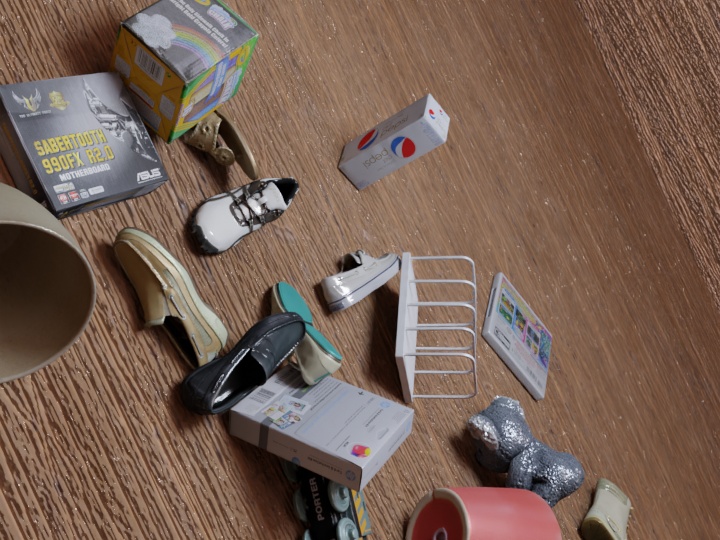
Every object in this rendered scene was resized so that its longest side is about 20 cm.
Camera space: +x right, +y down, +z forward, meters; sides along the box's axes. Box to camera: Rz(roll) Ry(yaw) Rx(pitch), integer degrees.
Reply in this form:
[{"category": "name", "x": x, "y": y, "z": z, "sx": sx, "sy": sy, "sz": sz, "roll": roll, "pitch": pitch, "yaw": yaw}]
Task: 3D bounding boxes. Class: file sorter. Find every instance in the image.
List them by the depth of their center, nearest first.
[{"category": "file sorter", "x": 0.129, "y": 0.092, "z": 1.514, "sx": 0.140, "sy": 0.121, "sz": 0.203, "roll": 77, "pitch": 15, "yaw": -51}]

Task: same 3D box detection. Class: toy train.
[{"category": "toy train", "x": -0.037, "y": 0.305, "z": 1.248, "sx": 0.113, "sy": 0.084, "sz": 0.204, "roll": 11, "pitch": 60, "yaw": -61}]

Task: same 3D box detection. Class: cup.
[{"category": "cup", "x": -0.375, "y": -0.009, "z": 0.915, "sx": 0.198, "sy": 0.201, "sz": 0.144, "roll": 23, "pitch": 24, "yaw": -44}]

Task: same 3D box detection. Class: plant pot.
[{"category": "plant pot", "x": 0.175, "y": 0.413, "z": 1.379, "sx": 0.175, "sy": 0.199, "sz": 0.204, "roll": 23, "pitch": 51, "yaw": -33}]

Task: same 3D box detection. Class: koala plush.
[{"category": "koala plush", "x": 0.265, "y": 0.315, "z": 1.582, "sx": 0.176, "sy": 0.183, "sz": 0.202, "roll": -14, "pitch": 68, "yaw": -55}]

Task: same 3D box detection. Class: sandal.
[{"category": "sandal", "x": -0.225, "y": -0.208, "z": 1.343, "sx": 0.069, "sy": 0.078, "sz": 0.215, "roll": -25, "pitch": 77, "yaw": -18}]

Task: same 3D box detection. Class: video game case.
[{"category": "video game case", "x": 0.323, "y": 0.133, "z": 1.886, "sx": 0.200, "sy": 0.023, "sz": 0.184, "roll": 48, "pitch": 37, "yaw": -22}]

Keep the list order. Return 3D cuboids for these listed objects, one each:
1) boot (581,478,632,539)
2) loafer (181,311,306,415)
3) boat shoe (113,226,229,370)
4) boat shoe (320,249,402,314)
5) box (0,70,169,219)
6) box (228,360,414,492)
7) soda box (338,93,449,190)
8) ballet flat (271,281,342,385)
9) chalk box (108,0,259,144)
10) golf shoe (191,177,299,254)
[{"category": "boot", "x": 0.518, "y": 0.536, "z": 1.854, "sx": 0.202, "sy": 0.071, "sz": 0.155, "roll": 58, "pitch": 32, "yaw": -9}, {"category": "loafer", "x": -0.137, "y": 0.121, "z": 1.181, "sx": 0.199, "sy": 0.070, "sz": 0.069, "roll": -35, "pitch": 128, "yaw": -35}, {"category": "boat shoe", "x": -0.243, "y": 0.040, "z": 1.149, "sx": 0.201, "sy": 0.071, "sz": 0.077, "roll": 52, "pitch": 48, "yaw": -19}, {"category": "boat shoe", "x": 0.000, "y": 0.000, "z": 1.500, "sx": 0.199, "sy": 0.070, "sz": 0.071, "roll": -34, "pitch": 99, "yaw": -49}, {"category": "box", "x": -0.347, "y": -0.156, "z": 1.144, "sx": 0.199, "sy": 0.048, "sz": 0.161, "roll": -26, "pitch": 91, "yaw": -56}, {"category": "box", "x": -0.049, "y": 0.197, "z": 1.210, "sx": 0.155, "sy": 0.196, "sz": 0.042, "roll": -35, "pitch": 137, "yaw": -55}, {"category": "soda box", "x": 0.057, "y": -0.219, "z": 1.592, "sx": 0.064, "sy": 0.198, "sz": 0.069, "roll": 44, "pitch": 39, "yaw": -27}, {"category": "ballet flat", "x": -0.092, "y": 0.090, "z": 1.300, "sx": 0.069, "sy": 0.070, "sz": 0.200, "roll": 32, "pitch": 12, "yaw": -38}, {"category": "chalk box", "x": -0.229, "y": -0.295, "z": 1.264, "sx": 0.124, "sy": 0.124, "sz": 0.200, "roll": 41, "pitch": 49, "yaw": 4}, {"category": "golf shoe", "x": -0.161, "y": -0.091, "z": 1.315, "sx": 0.079, "sy": 0.093, "sz": 0.200, "roll": 59, "pitch": 36, "yaw": -9}]
